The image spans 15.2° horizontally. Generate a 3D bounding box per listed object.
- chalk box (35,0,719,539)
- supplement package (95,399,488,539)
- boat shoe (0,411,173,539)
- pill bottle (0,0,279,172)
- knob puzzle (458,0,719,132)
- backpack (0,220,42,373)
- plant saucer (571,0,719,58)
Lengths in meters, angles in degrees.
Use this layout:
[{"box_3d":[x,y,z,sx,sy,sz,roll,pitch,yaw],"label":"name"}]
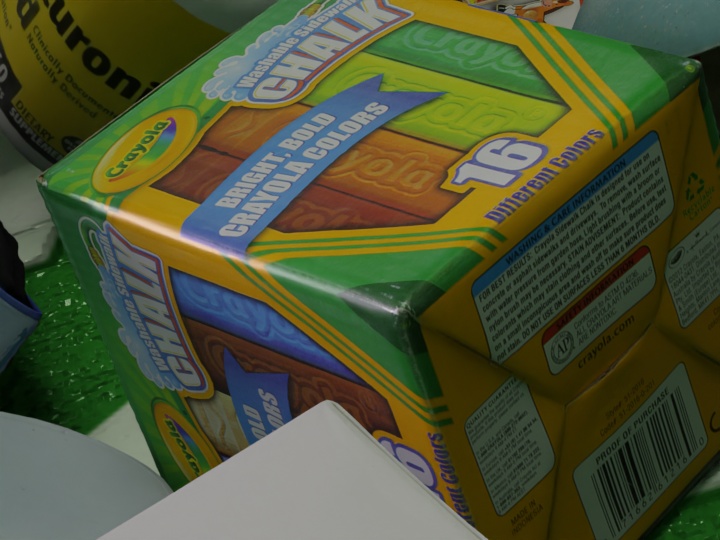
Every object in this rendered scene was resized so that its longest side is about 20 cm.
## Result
[{"box_3d":[0.000,0.000,0.787,0.200,0.124,0.125,19,49,43],"label":"chalk box"},{"box_3d":[-0.044,0.146,0.609,0.200,0.122,0.120,-31,35,-15],"label":"supplement package"},{"box_3d":[-0.156,0.096,0.790,0.199,0.091,0.071,2,30,-17],"label":"boat shoe"},{"box_3d":[-0.048,-0.110,0.892,0.111,0.111,0.200,-49,4,-36],"label":"pill bottle"},{"box_3d":[0.088,-0.081,0.936,0.219,0.031,0.220,-7,44,7],"label":"knob puzzle"},{"box_3d":[-0.202,-0.015,0.868,0.147,0.183,0.200,-48,35,-1],"label":"backpack"},{"box_3d":[0.145,-0.105,0.811,0.199,0.036,0.200,-22,4,2],"label":"plant saucer"}]
